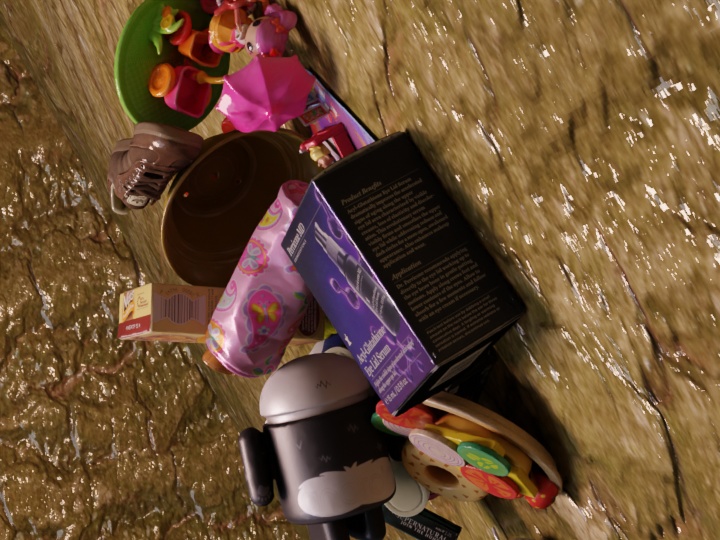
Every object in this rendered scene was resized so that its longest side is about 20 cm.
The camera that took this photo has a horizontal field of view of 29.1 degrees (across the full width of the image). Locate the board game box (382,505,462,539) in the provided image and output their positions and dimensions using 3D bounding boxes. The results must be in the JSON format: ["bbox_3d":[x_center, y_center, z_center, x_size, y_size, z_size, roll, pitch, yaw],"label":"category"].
[{"bbox_3d":[0.021,0.264,1.596,0.199,0.028,0.135,26,177,9],"label":"board game box"}]

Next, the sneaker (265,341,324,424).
[{"bbox_3d":[-0.064,0.134,1.720,0.200,0.099,0.075,-67,-41,-57],"label":"sneaker"}]

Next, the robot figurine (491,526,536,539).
[{"bbox_3d":[0.185,0.370,1.474,0.201,0.112,0.170,59,-175,-1],"label":"robot figurine"}]

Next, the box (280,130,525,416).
[{"bbox_3d":[0.033,0.005,1.241,0.201,0.104,0.148,55,155,12],"label":"box"}]

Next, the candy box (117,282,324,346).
[{"bbox_3d":[-0.151,0.050,1.509,0.115,0.198,0.056,-13,74,63],"label":"candy box"}]

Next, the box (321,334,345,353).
[{"bbox_3d":[-0.014,0.141,1.649,0.201,0.032,0.122,-80,-27,-56],"label":"box"}]

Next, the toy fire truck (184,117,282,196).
[{"bbox_3d":[-0.120,-0.082,1.656,0.167,0.112,0.200,35,159,16],"label":"toy fire truck"}]

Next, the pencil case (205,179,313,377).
[{"bbox_3d":[-0.083,0.011,1.390,0.087,0.087,0.201,46,117,41],"label":"pencil case"}]

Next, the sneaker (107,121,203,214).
[{"bbox_3d":[-0.209,-0.099,1.404,0.200,0.070,0.076,171,111,-69],"label":"sneaker"}]

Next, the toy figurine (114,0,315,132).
[{"bbox_3d":[-0.117,-0.212,1.352,0.183,0.202,0.150,19,180,39],"label":"toy figurine"}]

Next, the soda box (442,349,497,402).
[{"bbox_3d":[0.082,0.108,1.405,0.071,0.063,0.200,55,165,16],"label":"soda box"}]

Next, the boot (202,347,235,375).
[{"bbox_3d":[-0.111,0.064,1.707,0.076,0.156,0.200,36,-175,13],"label":"boot"}]

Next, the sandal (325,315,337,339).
[{"bbox_3d":[-0.023,0.028,1.581,0.079,0.088,0.199,30,162,-30],"label":"sandal"}]

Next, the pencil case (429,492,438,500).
[{"bbox_3d":[0.046,0.177,1.624,0.093,0.091,0.201,6,132,34],"label":"pencil case"}]

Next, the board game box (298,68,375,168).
[{"bbox_3d":[-0.022,-0.100,1.386,0.200,0.039,0.159,50,163,35],"label":"board game box"}]

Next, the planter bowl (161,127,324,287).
[{"bbox_3d":[-0.142,-0.085,1.499,0.083,0.200,0.201,46,160,40],"label":"planter bowl"}]

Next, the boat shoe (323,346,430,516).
[{"bbox_3d":[0.016,0.169,1.514,0.202,0.071,0.061,63,-160,-5],"label":"boat shoe"}]

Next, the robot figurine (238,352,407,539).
[{"bbox_3d":[-0.034,0.185,1.428,0.150,0.124,0.202,-15,-90,-61],"label":"robot figurine"}]

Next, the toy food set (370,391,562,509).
[{"bbox_3d":[0.101,0.176,1.347,0.199,0.049,0.198,11,153,41],"label":"toy food set"}]
